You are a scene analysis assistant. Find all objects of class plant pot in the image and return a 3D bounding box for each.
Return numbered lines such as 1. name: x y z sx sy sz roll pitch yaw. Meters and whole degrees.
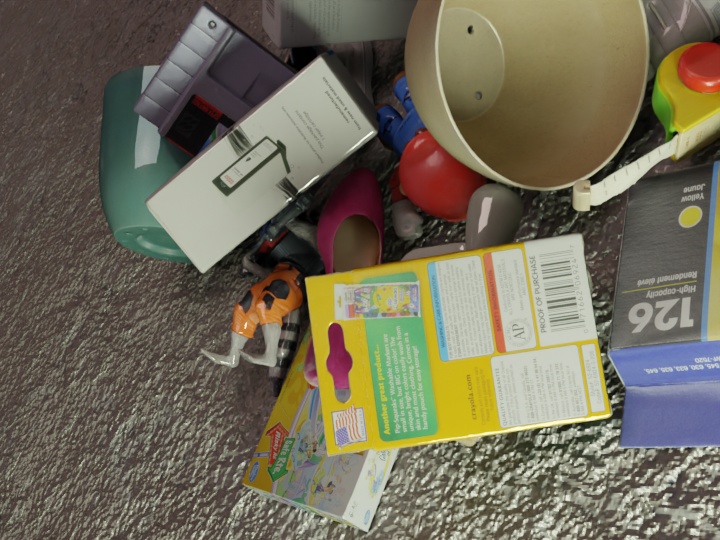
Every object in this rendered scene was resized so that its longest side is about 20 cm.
1. plant pot: 0.112 -0.169 0.789 0.202 0.199 0.134 -58 25 -9
2. plant pot: -0.197 -0.103 1.080 0.198 0.199 0.165 -7 69 41

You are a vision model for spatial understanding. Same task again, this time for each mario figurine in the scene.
1. mario figurine: 0.073 -0.104 0.920 0.104 0.126 0.201 -4 34 -11

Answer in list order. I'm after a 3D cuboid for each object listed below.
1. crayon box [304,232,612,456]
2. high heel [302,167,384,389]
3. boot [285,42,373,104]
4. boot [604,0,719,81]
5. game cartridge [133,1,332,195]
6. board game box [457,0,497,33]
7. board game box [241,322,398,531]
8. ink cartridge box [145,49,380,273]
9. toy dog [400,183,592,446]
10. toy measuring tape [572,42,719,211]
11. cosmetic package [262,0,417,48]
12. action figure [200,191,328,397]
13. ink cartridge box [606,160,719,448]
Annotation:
1. crayon box: 0.067 0.054 0.696 0.195 0.052 0.129 -8 82 3
2. high heel: 0.000 0.000 0.828 0.095 0.066 0.204 -18 51 59
3. boot: -0.038 -0.232 1.077 0.073 0.095 0.202 -32 43 21
4. boot: 0.224 -0.242 0.854 0.095 0.074 0.201 -35 42 9
5. game cartridge: -0.110 -0.150 0.972 0.130 0.198 0.039 -52 20 12
6. board game box: 0.132 -0.279 0.807 0.197 0.150 0.048 -24 59 30
7. board game box: -0.012 0.109 0.853 0.133 0.034 0.203 3 63 45
8. ink cartridge box: -0.083 -0.103 0.891 0.199 0.085 0.146 -38 11 11
9. toy dog: 0.077 0.041 0.775 0.201 0.132 0.096 -49 0 -3
10. toy measuring tape: 0.224 -0.117 0.736 0.198 0.074 0.074 -31 38 -10
11. cosmetic package: 0.000 -0.296 1.016 0.196 0.103 0.074 -9 36 -18
12. action figure: -0.074 0.016 0.964 0.195 0.104 0.200 -57 7 -20
13. ink cartridge box: 0.262 0.012 0.650 0.195 0.047 0.203 -10 52 39
